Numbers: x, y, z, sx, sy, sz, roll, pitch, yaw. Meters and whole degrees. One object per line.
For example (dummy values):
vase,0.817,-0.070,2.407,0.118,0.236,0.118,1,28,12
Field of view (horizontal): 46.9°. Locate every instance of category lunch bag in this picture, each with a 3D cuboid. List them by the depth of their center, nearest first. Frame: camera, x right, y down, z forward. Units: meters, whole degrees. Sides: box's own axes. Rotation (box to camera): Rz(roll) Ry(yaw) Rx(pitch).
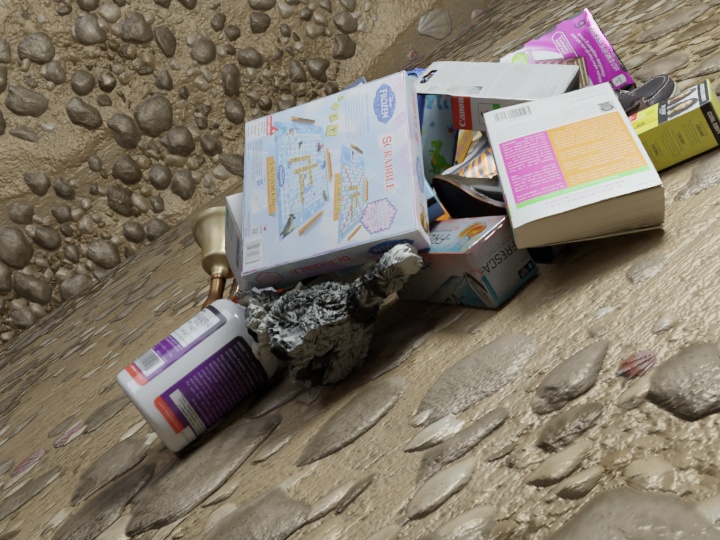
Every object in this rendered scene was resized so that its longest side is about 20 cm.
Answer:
lunch bag,0.083,-0.212,1.205,0.082,0.161,0.200,5,13,-12

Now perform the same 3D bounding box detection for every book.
book,0.197,-0.107,0.800,0.133,0.048,0.200,-12,40,9

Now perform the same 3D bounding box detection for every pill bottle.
pill bottle,-0.166,0.104,0.951,0.200,0.112,0.111,-38,16,-18

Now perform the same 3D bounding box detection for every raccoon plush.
raccoon plush,-0.035,0.028,0.857,0.200,0.097,0.134,-39,46,-2

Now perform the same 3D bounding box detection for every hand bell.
hand bell,-0.195,0.019,1.124,0.104,0.104,0.200,-25,41,28

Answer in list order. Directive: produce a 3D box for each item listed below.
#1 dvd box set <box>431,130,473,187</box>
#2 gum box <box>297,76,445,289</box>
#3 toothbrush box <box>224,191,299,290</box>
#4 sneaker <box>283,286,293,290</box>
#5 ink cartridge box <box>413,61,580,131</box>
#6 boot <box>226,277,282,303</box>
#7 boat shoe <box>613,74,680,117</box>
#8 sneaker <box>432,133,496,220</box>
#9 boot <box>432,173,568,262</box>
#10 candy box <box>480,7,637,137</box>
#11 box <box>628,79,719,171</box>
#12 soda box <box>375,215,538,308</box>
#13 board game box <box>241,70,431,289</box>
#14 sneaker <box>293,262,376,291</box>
dvd box set,0.108,-0.173,1.389,0.146,0.029,0.200,-25,17,25
gum box,-0.023,-0.099,0.935,0.170,0.045,0.200,-32,57,9
toothbrush box,-0.069,-0.052,1.069,0.199,0.085,0.146,-20,-20,-17
sneaker,-0.067,-0.051,1.295,0.200,0.077,0.085,-32,11,1
ink cartridge box,0.166,-0.220,1.053,0.199,0.050,0.109,9,38,27
boot,-0.138,0.044,1.165,0.107,0.075,0.200,-17,31,37
boat shoe,0.300,-0.184,0.983,0.200,0.065,0.072,-38,16,-17
sneaker,0.165,-0.104,0.992,0.112,0.078,0.200,6,52,47
boot,0.165,-0.077,0.875,0.097,0.075,0.200,-37,38,-16
candy box,0.249,-0.238,1.113,0.200,0.137,0.061,-30,-25,15
box,0.280,-0.126,0.877,0.200,0.050,0.075,-24,19,31
soda box,0.091,-0.009,0.865,0.064,0.068,0.200,-39,16,-19
board game box,-0.031,-0.096,0.884,0.199,0.041,0.201,-13,61,21
sneaker,0.000,0.000,1.027,0.200,0.075,0.084,-30,8,-12
